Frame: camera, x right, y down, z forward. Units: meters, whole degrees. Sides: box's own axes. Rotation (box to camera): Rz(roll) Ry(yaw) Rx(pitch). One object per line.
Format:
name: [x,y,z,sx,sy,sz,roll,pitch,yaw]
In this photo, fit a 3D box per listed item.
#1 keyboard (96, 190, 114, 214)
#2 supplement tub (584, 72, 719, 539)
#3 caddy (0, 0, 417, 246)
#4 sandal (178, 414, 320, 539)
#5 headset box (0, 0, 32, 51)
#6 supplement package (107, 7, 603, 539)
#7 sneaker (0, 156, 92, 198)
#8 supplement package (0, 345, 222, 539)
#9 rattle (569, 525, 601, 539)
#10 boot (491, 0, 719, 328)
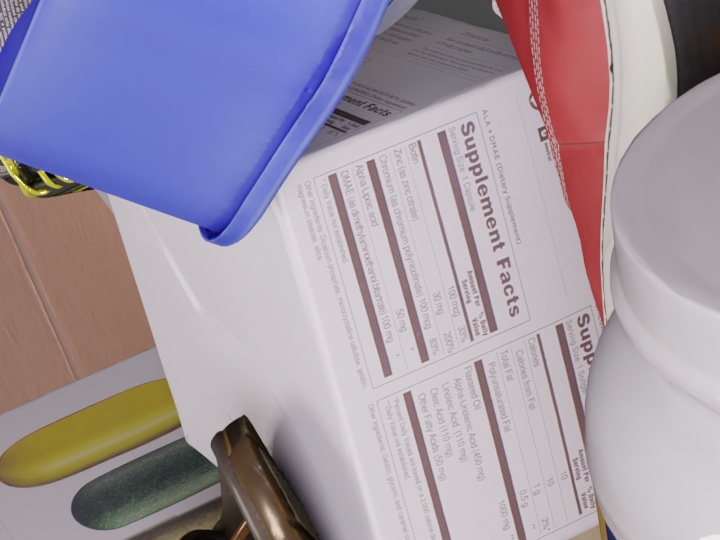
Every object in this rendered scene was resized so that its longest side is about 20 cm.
keyboard: [-0.071,0.016,1.034,0.056,0.011,0.200,30,160,49]
supplement tub: [0.122,0.064,0.450,0.144,0.144,0.201,40,148,54]
caddy: [-0.029,-0.094,0.591,0.200,0.104,0.142,130,154,-58]
sandal: [-0.043,0.111,0.762,0.082,0.054,0.200,59,163,12]
headset box: [-0.129,-0.162,0.821,0.200,0.077,0.150,-128,25,-72]
supplement package: [0.000,0.000,0.771,0.200,0.110,0.157,29,138,63]
sneaker: [-0.137,-0.061,1.092,0.075,0.084,0.200,58,175,-18]
supplement package: [-0.062,0.133,0.958,0.152,0.199,0.151,45,152,47]
rattle: [0.097,0.154,0.755,0.199,0.130,0.143,-3,123,43]
boot: [0.066,-0.051,0.598,0.144,0.072,0.201,-158,56,-66]
